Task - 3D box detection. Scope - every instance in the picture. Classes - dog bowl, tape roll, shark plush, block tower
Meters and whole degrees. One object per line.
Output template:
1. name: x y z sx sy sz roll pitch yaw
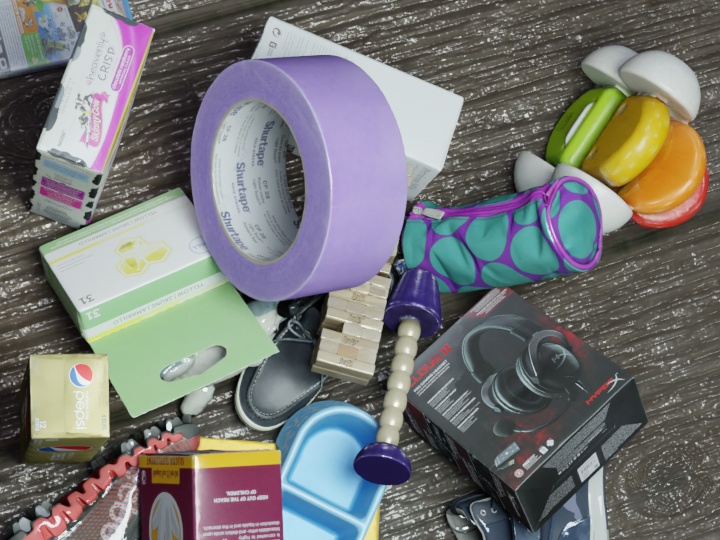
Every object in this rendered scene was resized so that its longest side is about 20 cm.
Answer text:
1. dog bowl: -0.038 0.208 1.448 0.111 0.050 0.202 27 73 -7
2. tape roll: -0.055 -0.079 1.386 0.084 0.199 0.202 -8 78 -39
3. shark plush: -0.125 0.044 1.462 0.199 0.091 0.084 -35 57 9
4. block tower: 0.000 0.000 1.472 0.057 0.054 0.202 15 68 -6

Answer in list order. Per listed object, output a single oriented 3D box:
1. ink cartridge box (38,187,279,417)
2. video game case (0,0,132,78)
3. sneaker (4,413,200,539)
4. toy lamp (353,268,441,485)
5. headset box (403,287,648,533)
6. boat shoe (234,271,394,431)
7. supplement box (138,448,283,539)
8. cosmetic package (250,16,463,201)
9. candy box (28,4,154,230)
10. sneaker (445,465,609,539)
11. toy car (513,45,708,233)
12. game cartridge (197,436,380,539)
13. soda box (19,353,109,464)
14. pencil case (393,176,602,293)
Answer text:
1. ink cartridge box: -0.178 0.023 1.433 0.144 0.048 0.200 -24 44 -17
2. video game case: -0.319 -0.254 1.532 0.198 0.018 0.145 -14 81 -16
3. sneaker: -0.210 0.209 1.428 0.200 0.071 0.098 -38 93 -20
4. toy lamp: 0.037 0.088 1.454 0.058 0.058 0.202 17 55 -9
5. headset box: 0.134 0.114 1.479 0.148 0.078 0.200 -40 48 -13
6. boat shoe: -0.040 0.064 1.505 0.075 0.062 0.200 46 73 -2
7. supplement box: -0.124 0.252 1.369 0.085 0.110 0.203 1 84 -32
8. cosmetic package: -0.015 -0.148 1.533 0.198 0.113 0.082 23 73 -5
9. candy box: -0.236 -0.127 1.427 0.060 0.200 0.138 20 74 -8
10. sneaker: 0.150 0.181 1.516 0.144 0.077 0.205 0 79 -16
11. toy car: 0.255 -0.107 1.554 0.149 0.200 0.176 34 89 -21
12. game cartridge: -0.071 0.257 1.473 0.174 0.032 0.203 7 79 -12
13. soda box: -0.249 0.118 1.369 0.063 0.200 0.069 0 78 -14
14. pencil case: 0.124 -0.032 1.487 0.093 0.199 0.085 51 53 -25
